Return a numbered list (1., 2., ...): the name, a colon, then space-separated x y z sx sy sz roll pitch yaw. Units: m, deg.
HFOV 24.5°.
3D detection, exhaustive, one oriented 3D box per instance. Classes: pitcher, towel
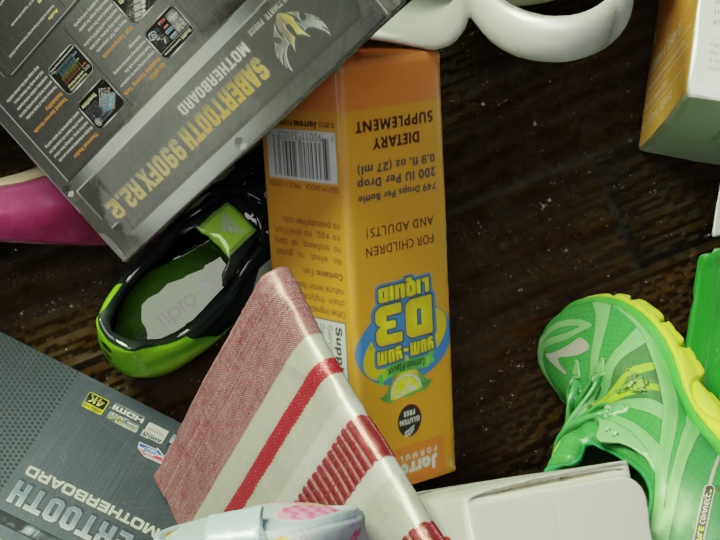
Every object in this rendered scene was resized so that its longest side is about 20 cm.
1. pitcher: 0.083 -0.166 0.771 0.171 0.122 0.200 31 48 28
2. towel: -0.015 0.119 0.681 0.023 0.145 0.201 -7 53 -37

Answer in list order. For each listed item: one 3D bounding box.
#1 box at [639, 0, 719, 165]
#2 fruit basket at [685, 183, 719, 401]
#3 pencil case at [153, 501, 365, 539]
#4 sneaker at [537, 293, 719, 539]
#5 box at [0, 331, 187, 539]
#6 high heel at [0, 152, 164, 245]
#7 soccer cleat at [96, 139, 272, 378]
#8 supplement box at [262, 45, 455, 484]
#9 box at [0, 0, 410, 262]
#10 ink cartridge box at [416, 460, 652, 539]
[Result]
1. box: 0.204 -0.160 0.805 0.096 0.124 0.202 9 82 1
2. fruit basket: 0.253 0.061 0.807 0.198 0.094 0.187 11 82 -15
3. pencil case: -0.028 0.186 0.615 0.082 0.091 0.202 -8 86 24
4. sneaker: 0.115 0.072 0.742 0.083 0.200 0.075 -11 118 -10
5. box: -0.154 0.121 0.763 0.198 0.051 0.158 26 50 4
6. high heel: -0.195 -0.004 0.810 0.199 0.067 0.096 -37 107 -15
7. soccer cleat: -0.049 -0.024 0.806 0.067 0.081 0.200 44 84 5
8. supplement box: 0.000 0.000 0.771 0.066 0.068 0.202 -13 107 -39
9. box: -0.088 -0.119 0.702 0.159 0.048 0.200 48 129 -5
10. ink cartridge box: 0.044 0.167 0.714 0.082 0.200 0.149 -5 81 -26
